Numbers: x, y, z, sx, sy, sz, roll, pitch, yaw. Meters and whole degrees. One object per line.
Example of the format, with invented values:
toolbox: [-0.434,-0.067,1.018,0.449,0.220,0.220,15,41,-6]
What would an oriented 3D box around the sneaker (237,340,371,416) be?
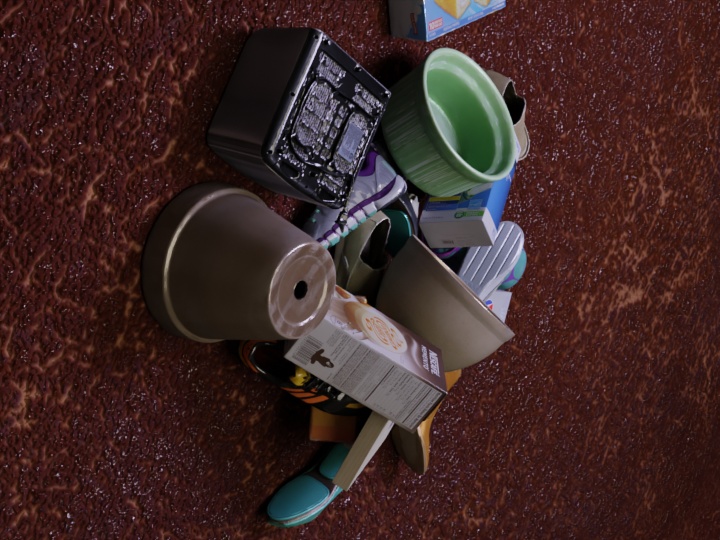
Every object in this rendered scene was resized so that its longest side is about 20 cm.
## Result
sneaker: [-0.067,0.141,1.508,0.200,0.090,0.070,26,92,-8]

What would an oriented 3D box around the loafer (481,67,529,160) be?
loafer: [0.228,-0.237,1.843,0.076,0.067,0.200,-60,140,-18]

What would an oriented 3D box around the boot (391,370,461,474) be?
boot: [0.113,0.210,1.854,0.144,0.071,0.202,-34,122,-36]

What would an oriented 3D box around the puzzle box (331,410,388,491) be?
puzzle box: [0.028,0.211,1.616,0.133,0.025,0.200,-62,172,19]

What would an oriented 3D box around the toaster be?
toaster: [-0.073,-0.179,1.444,0.181,0.119,0.200,31,78,-51]

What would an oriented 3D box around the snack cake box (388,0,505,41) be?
snack cake box: [0.123,-0.409,1.650,0.200,0.067,0.115,-32,127,-41]

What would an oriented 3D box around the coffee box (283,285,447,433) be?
coffee box: [0.007,0.106,1.491,0.200,0.114,0.080,32,112,-16]

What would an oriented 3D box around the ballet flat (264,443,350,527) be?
ballet flat: [-0.058,0.318,1.689,0.200,0.067,0.070,-40,145,-33]

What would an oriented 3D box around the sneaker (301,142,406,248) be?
sneaker: [-0.038,-0.087,1.569,0.200,0.074,0.088,-36,93,-13]

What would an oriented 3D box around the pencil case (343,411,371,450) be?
pencil case: [0.011,0.161,1.705,0.200,0.078,0.090,-54,144,-23]

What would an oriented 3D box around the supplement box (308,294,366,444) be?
supplement box: [-0.029,0.132,1.594,0.069,0.066,0.200,-32,127,-84]

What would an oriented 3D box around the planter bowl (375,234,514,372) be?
planter bowl: [0.097,0.065,1.625,0.135,0.200,0.200,-45,140,5]

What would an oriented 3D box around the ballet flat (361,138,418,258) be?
ballet flat: [0.051,-0.105,1.671,0.073,0.073,0.200,-47,133,-31]

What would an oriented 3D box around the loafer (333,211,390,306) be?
loafer: [0.000,0.000,1.641,0.076,0.068,0.200,-14,114,-48]

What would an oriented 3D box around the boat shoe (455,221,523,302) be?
boat shoe: [0.175,0.013,1.757,0.200,0.072,0.062,-52,169,-9]

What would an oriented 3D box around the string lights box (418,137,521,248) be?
string lights box: [0.165,-0.127,1.731,0.059,0.103,0.200,60,38,-43]

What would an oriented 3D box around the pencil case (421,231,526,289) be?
pencil case: [0.180,-0.036,1.840,0.200,0.085,0.093,24,63,-51]

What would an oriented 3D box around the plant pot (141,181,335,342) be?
plant pot: [-0.132,0.005,1.394,0.200,0.173,0.200,-21,118,-45]

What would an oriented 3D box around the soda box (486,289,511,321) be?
soda box: [0.156,0.052,1.855,0.200,0.068,0.064,5,100,-52]

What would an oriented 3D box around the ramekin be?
ramekin: [0.120,-0.201,1.636,0.200,0.098,0.200,26,51,-38]
